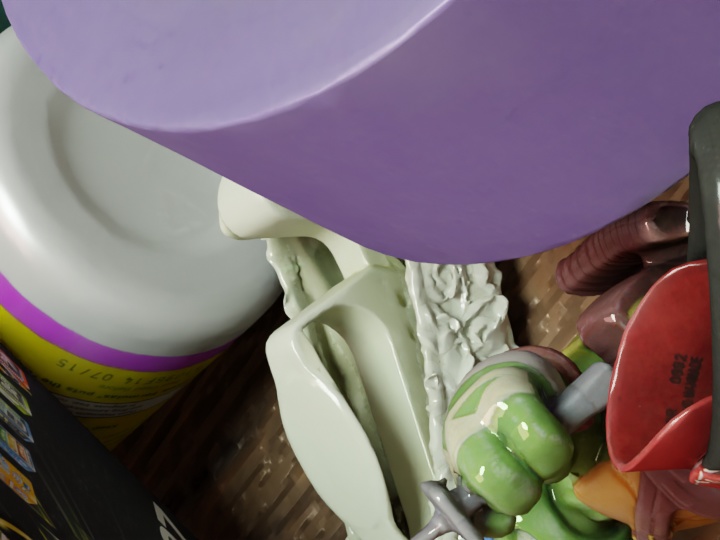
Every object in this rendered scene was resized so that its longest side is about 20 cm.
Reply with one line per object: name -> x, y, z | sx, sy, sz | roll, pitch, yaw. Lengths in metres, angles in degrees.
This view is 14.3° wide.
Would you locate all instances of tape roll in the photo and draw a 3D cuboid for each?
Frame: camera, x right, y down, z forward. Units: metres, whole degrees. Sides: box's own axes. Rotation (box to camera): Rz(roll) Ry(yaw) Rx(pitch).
tape roll -> 0.016, -0.108, 0.611 | 0.200, 0.085, 0.201 | -21, 58, 37

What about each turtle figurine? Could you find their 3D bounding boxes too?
turtle figurine -> 0.089, 0.053, 0.582 | 0.144, 0.200, 0.194 | 44, 129, -3

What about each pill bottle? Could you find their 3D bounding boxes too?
pill bottle -> -0.107, 0.014, 0.831 | 0.200, 0.104, 0.104 | -41, 68, 45

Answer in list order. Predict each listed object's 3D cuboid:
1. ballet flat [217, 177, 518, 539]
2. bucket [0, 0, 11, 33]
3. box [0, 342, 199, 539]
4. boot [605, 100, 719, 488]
ballet flat -> 0.000, 0.000, 0.735 | 0.072, 0.072, 0.201 | -29, 76, 48
bucket -> -0.187, -0.125, 0.867 | 0.207, 0.135, 0.208 | 12, 107, 46
box -> -0.058, 0.098, 0.674 | 0.161, 0.049, 0.200 | 48, -176, -15
boot -> 0.122, 0.039, 0.505 | 0.073, 0.144, 0.200 | -97, -11, -51
